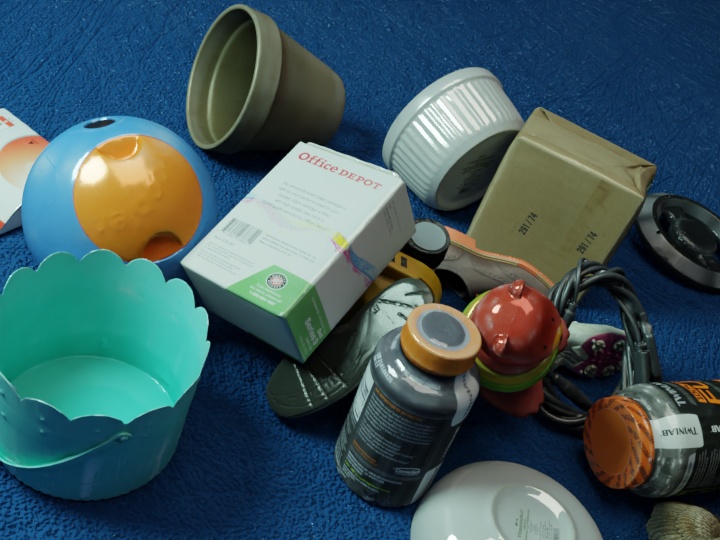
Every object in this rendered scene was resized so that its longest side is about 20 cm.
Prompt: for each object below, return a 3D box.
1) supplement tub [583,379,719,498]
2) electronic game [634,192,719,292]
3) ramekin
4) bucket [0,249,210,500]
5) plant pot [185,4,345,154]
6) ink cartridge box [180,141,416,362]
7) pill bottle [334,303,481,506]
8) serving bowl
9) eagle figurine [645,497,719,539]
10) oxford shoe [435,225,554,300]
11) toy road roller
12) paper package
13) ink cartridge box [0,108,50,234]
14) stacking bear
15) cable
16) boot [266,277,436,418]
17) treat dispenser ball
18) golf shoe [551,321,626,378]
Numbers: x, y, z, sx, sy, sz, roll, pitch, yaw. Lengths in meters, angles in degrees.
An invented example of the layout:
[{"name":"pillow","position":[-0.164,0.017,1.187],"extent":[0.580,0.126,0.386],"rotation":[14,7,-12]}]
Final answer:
[{"name":"supplement tub","position":[0.354,0.183,0.989],"extent":[0.199,0.123,0.123],"rotation":[1,42,-24]},{"name":"electronic game","position":[0.514,-0.046,1.402],"extent":[0.199,0.042,0.201],"rotation":[14,45,-15]},{"name":"ramekin","position":[0.141,-0.177,1.274],"extent":[0.200,0.200,0.105],"rotation":[-17,60,-38]},{"name":"bucket","position":[-0.242,0.096,0.816],"extent":[0.206,0.135,0.208],"rotation":[13,38,-10]},{"name":"plant pot","position":[-0.123,-0.247,1.263],"extent":[0.173,0.200,0.200],"rotation":[12,35,-38]},{"name":"ink cartridge box","position":[-0.059,-0.026,0.928],"extent":[0.145,0.088,0.200],"rotation":[24,62,31]},{"name":"pill bottle","position":[0.049,0.126,0.858],"extent":[0.106,0.201,0.107],"rotation":[12,39,-10]},{"name":"serving bowl","position":[0.152,0.257,0.856],"extent":[0.199,0.066,0.201],"rotation":[13,39,-11]},{"name":"eagle figurine","position":[0.358,0.275,0.885],"extent":[0.151,0.151,0.200],"rotation":[22,47,19]},{"name":"oxford shoe","position":[0.164,0.016,1.168],"extent":[0.199,0.071,0.073],"rotation":[24,66,-1]},{"name":"toy road roller","position":[0.000,0.000,1.057],"extent":[0.199,0.123,0.146],"rotation":[25,50,6]},{"name":"paper package","position":[0.264,-0.083,1.207],"extent":[0.190,0.201,0.104],"rotation":[28,39,9]},{"name":"ink cartridge box","position":[-0.446,-0.110,1.043],"extent":[0.162,0.050,0.200],"rotation":[35,37,18]},{"name":"stacking bear","position":[0.150,0.066,0.897],"extent":[0.113,0.200,0.122],"rotation":[23,79,11]},{"name":"cable","position":[0.262,0.085,1.038],"extent":[0.162,0.201,0.051],"rotation":[-16,9,-13]},{"name":"boot","position":[0.012,0.101,0.964],"extent":[0.074,0.203,0.154],"rotation":[57,8,27]},{"name":"treat dispenser ball","position":[-0.250,-0.060,0.947],"extent":[0.200,0.201,0.201],"rotation":[12,38,-10]},{"name":"golf shoe","position":[0.251,0.081,1.108],"extent":[0.199,0.076,0.092],"rotation":[3,37,-22]}]
